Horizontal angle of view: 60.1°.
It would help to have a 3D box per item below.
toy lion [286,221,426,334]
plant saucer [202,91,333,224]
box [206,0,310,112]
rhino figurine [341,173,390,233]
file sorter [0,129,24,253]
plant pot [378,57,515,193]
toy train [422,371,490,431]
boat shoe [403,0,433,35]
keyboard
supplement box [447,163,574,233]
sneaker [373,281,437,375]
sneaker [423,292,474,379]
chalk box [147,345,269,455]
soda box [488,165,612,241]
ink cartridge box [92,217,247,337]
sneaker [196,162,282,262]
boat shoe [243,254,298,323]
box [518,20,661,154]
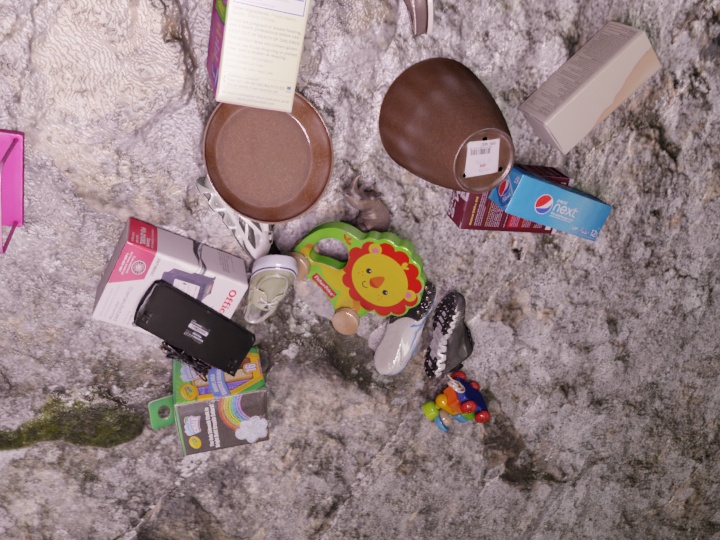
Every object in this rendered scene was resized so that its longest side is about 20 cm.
[{"bbox_3d":[0.000,0.000,1.007,0.191,0.069,0.200,-36,103,31],"label":"toy lion"},{"bbox_3d":[-0.136,-0.170,0.918,0.198,0.037,0.203,-2,94,-26],"label":"plant saucer"},{"bbox_3d":[-0.130,-0.326,0.778,0.096,0.176,0.202,4,119,-20],"label":"box"},{"bbox_3d":[0.009,-0.072,1.042,0.086,0.060,0.202,-10,125,-4],"label":"rhino figurine"},{"bbox_3d":[-0.554,-0.107,0.800,0.198,0.126,0.140,5,118,-21],"label":"file sorter"},{"bbox_3d":[0.142,-0.198,0.928,0.185,0.200,0.189,-8,122,-13],"label":"plant pot"},{"bbox_3d":[0.174,0.266,1.272,0.115,0.085,0.200,-32,139,18],"label":"toy train"},{"bbox_3d":[0.059,-0.421,0.849,0.059,0.072,0.202,-14,119,-2],"label":"boat shoe"},{"bbox_3d":[-0.267,0.100,0.979,0.199,0.040,0.105,38,81,-33],"label":"keyboard"},{"bbox_3d":[0.262,-0.128,1.093,0.198,0.061,0.110,2,118,-20],"label":"supplement box"},{"bbox_3d":[0.089,0.108,1.181,0.072,0.072,0.202,2,118,-59],"label":"sneaker"},{"bbox_3d":[0.185,0.125,1.218,0.089,0.067,0.202,-3,124,-20],"label":"sneaker"},{"bbox_3d":[-0.267,0.231,1.096,0.197,0.124,0.126,-6,122,-13],"label":"chalk box"},{"bbox_3d":[0.320,-0.113,1.046,0.198,0.064,0.068,14,112,-25],"label":"soda box"},{"bbox_3d":[-0.297,0.028,0.987,0.198,0.085,0.146,22,112,-28],"label":"ink cartridge box"},{"bbox_3d":[-0.161,-0.082,0.974,0.088,0.074,0.201,-31,124,4],"label":"sneaker"},{"bbox_3d":[-0.144,0.033,0.990,0.071,0.063,0.200,8,157,-17],"label":"boat shoe"},{"bbox_3d":[0.368,-0.296,1.009,0.200,0.095,0.078,-42,124,11],"label":"box"}]
